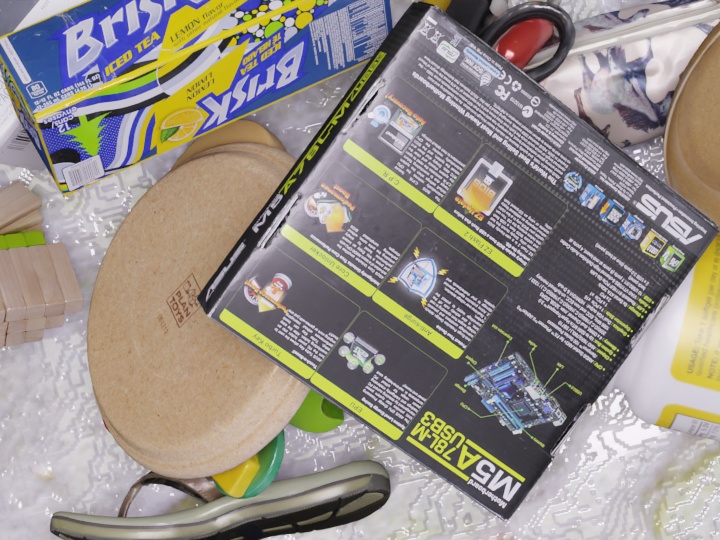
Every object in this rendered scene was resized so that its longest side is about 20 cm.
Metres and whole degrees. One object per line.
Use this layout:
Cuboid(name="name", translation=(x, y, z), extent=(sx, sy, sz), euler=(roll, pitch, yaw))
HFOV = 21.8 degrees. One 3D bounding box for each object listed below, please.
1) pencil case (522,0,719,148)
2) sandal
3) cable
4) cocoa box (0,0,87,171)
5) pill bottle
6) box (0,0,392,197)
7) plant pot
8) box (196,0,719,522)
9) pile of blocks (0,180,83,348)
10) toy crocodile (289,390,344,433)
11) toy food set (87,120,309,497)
Cuboid(name="pencil case", translation=(0.146, -0.114, 1.067), extent=(0.200, 0.090, 0.078), euler=(-15, 45, 6))
Cuboid(name="sandal", translation=(-0.083, 0.133, 1.104), extent=(0.201, 0.080, 0.057), euler=(-11, 72, -1))
Cuboid(name="cable", translation=(0.047, -0.087, 1.011), extent=(0.097, 0.050, 0.200), euler=(24, 72, 17))
Cuboid(name="cocoa box", translation=(-0.182, -0.175, 1.074), extent=(0.131, 0.133, 0.200), euler=(42, 94, 3))
Cuboid(name="pill bottle", translation=(0.215, 0.041, 1.049), extent=(0.200, 0.114, 0.115), euler=(14, 92, 5))
Cuboid(name="box", translation=(-0.086, -0.119, 0.990), extent=(0.200, 0.064, 0.070), euler=(-25, 52, -12))
Cuboid(name="plant pot", translation=(0.255, -0.099, 1.030), extent=(0.200, 0.200, 0.028), euler=(-28, 45, 5))
Cuboid(name="box", translation=(0.052, -0.003, 0.958), extent=(0.200, 0.048, 0.193), euler=(35, 94, -17))
Cuboid(name="pile of blocks", translation=(-0.244, -0.021, 1.123), extent=(0.200, 0.062, 0.082), euler=(42, 49, 20))
Cuboid(name="toy crocodile", translation=(0.000, 0.000, 1.093), extent=(0.062, 0.068, 0.200), euler=(24, 95, -15))
Cuboid(name="toy food set", translation=(-0.084, 0.023, 1.057), extent=(0.200, 0.049, 0.198), euler=(42, 103, 42))
